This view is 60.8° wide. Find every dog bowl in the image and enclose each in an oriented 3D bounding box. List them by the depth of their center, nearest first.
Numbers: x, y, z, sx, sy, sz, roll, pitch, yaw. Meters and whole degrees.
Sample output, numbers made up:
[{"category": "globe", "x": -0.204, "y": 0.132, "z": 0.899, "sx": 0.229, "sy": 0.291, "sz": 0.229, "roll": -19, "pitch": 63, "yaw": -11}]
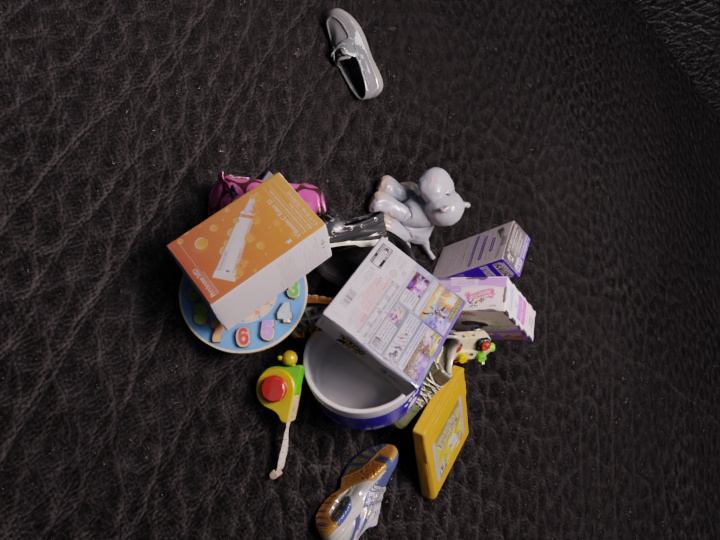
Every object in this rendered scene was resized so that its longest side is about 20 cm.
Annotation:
[{"category": "dog bowl", "x": 0.008, "y": 0.160, "z": 1.031, "sx": 0.079, "sy": 0.199, "sz": 0.201, "roll": 79, "pitch": 26, "yaw": -54}]

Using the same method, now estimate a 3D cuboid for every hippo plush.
[{"category": "hippo plush", "x": 0.122, "y": -0.120, "z": 1.247, "sx": 0.159, "sy": 0.160, "sz": 0.201, "roll": -19, "pitch": 88, "yaw": -43}]

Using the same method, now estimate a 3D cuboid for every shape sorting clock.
[{"category": "shape sorting clock", "x": -0.182, "y": 0.032, "z": 0.961, "sx": 0.199, "sy": 0.039, "sz": 0.201, "roll": 2, "pitch": 63, "yaw": -5}]

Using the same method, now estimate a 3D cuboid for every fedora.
[{"category": "fedora", "x": 0.000, "y": 0.000, "z": 1.116, "sx": 0.199, "sy": 0.092, "sz": 0.201, "roll": 9, "pitch": 40, "yaw": -7}]

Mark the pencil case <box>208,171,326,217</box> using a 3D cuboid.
[{"category": "pencil case", "x": -0.152, "y": -0.111, "z": 1.036, "sx": 0.199, "sy": 0.091, "sz": 0.094, "roll": 0, "pitch": 79, "yaw": -44}]

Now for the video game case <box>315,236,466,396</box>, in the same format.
[{"category": "video game case", "x": 0.053, "y": 0.068, "z": 0.981, "sx": 0.181, "sy": 0.045, "sz": 0.200, "roll": 37, "pitch": 51, "yaw": 1}]

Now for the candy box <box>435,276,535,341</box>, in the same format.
[{"category": "candy box", "x": 0.243, "y": 0.080, "z": 1.235, "sx": 0.200, "sy": 0.167, "sz": 0.072, "roll": 38, "pitch": 58, "yaw": -53}]

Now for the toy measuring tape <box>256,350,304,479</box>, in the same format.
[{"category": "toy measuring tape", "x": -0.140, "y": 0.225, "z": 0.983, "sx": 0.073, "sy": 0.073, "sz": 0.201, "roll": 14, "pitch": 86, "yaw": -37}]

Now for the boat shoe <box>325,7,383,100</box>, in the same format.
[{"category": "boat shoe", "x": -0.022, "y": -0.456, "z": 1.299, "sx": 0.071, "sy": 0.070, "sz": 0.201, "roll": -40, "pitch": 105, "yaw": -45}]

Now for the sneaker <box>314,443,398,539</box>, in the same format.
[{"category": "sneaker", "x": 0.004, "y": 0.387, "z": 1.046, "sx": 0.200, "sy": 0.075, "sz": 0.088, "roll": -43, "pitch": 116, "yaw": -34}]

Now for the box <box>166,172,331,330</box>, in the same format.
[{"category": "box", "x": -0.160, "y": -0.029, "z": 0.913, "sx": 0.200, "sy": 0.098, "sz": 0.124, "roll": -37, "pitch": 67, "yaw": -15}]

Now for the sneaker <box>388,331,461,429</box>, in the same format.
[{"category": "sneaker", "x": 0.116, "y": 0.188, "z": 1.084, "sx": 0.067, "sy": 0.090, "sz": 0.201, "roll": 42, "pitch": 63, "yaw": -34}]

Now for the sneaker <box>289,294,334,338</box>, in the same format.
[{"category": "sneaker", "x": -0.091, "y": 0.078, "z": 1.018, "sx": 0.199, "sy": 0.078, "sz": 0.078, "roll": 6, "pitch": 81, "yaw": 6}]

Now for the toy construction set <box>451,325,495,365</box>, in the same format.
[{"category": "toy construction set", "x": 0.188, "y": 0.169, "z": 1.213, "sx": 0.199, "sy": 0.132, "sz": 0.092, "roll": -11, "pitch": 41, "yaw": -28}]

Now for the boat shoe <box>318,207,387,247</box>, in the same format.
[{"category": "boat shoe", "x": -0.042, "y": -0.075, "z": 1.044, "sx": 0.198, "sy": 0.074, "sz": 0.067, "roll": -2, "pitch": 102, "yaw": -21}]

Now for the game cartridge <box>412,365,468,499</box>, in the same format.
[{"category": "game cartridge", "x": 0.156, "y": 0.302, "z": 1.154, "sx": 0.176, "sy": 0.032, "sz": 0.201, "roll": -50, "pitch": 144, "yaw": -39}]

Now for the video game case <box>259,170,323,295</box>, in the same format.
[{"category": "video game case", "x": -0.128, "y": -0.065, "z": 1.111, "sx": 0.200, "sy": 0.019, "sz": 0.143, "roll": 42, "pitch": 52, "yaw": -21}]

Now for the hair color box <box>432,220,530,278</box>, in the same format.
[{"category": "hair color box", "x": 0.250, "y": -0.020, "z": 1.297, "sx": 0.065, "sy": 0.200, "sz": 0.110, "roll": 42, "pitch": 52, "yaw": -21}]
